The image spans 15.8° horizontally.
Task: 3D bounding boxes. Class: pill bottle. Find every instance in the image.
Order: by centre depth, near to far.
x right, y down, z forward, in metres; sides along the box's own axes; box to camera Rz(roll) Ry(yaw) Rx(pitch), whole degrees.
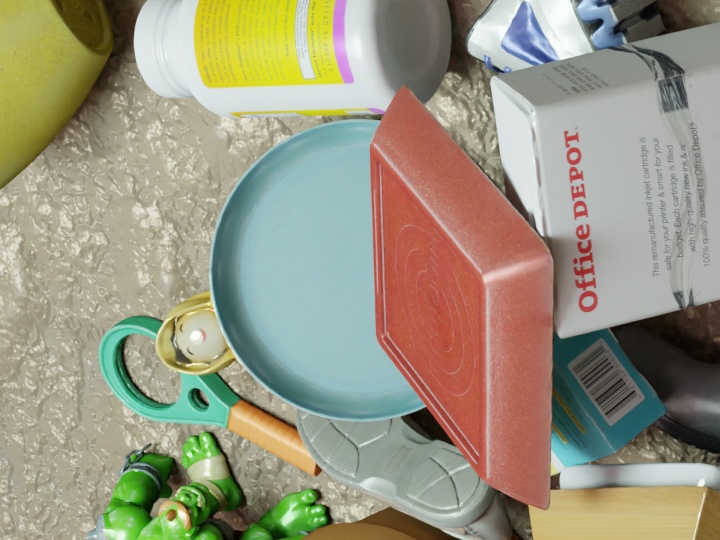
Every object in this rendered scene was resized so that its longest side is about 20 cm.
[{"bbox_3d":[-0.048,-0.152,1.692,0.200,0.104,0.104,1,114,34],"label":"pill bottle"}]

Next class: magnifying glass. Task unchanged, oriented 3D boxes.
[{"bbox_3d":[-0.111,0.098,1.921,0.200,0.022,0.080,26,126,21],"label":"magnifying glass"}]

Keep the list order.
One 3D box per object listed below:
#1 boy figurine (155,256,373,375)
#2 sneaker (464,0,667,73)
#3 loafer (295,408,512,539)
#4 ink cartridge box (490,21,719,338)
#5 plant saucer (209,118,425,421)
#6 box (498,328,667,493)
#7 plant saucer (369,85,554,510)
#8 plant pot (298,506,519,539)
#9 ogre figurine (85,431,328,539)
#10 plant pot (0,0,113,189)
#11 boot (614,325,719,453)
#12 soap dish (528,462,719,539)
[{"bbox_3d":[-0.062,0.025,1.822,0.200,0.064,0.124,-12,107,34],"label":"boy figurine"},{"bbox_3d":[0.132,-0.125,1.606,0.115,0.081,0.199,-1,106,39],"label":"sneaker"},{"bbox_3d":[0.029,0.138,1.795,0.200,0.072,0.063,29,162,48],"label":"loafer"},{"bbox_3d":[0.186,-0.059,1.514,0.084,0.200,0.145,-129,27,-65],"label":"ink cartridge box"},{"bbox_3d":[0.000,0.000,1.725,0.200,0.027,0.200,0,89,2],"label":"plant saucer"},{"bbox_3d":[0.118,0.087,1.684,0.082,0.049,0.200,54,157,-1],"label":"box"},{"bbox_3d":[0.055,0.020,1.575,0.200,0.037,0.200,-127,27,-47],"label":"plant saucer"},{"bbox_3d":[0.036,0.248,1.819,0.200,0.140,0.200,15,121,27],"label":"plant pot"},{"bbox_3d":[-0.109,0.193,1.904,0.200,0.120,0.098,35,129,14],"label":"ogre figurine"},{"bbox_3d":[-0.257,-0.162,1.797,0.142,0.200,0.200,-26,98,16],"label":"plant pot"},{"bbox_3d":[0.259,0.061,1.626,0.200,0.070,0.132,33,120,11],"label":"boot"},{"bbox_3d":[0.220,0.192,1.627,0.200,0.081,0.157,31,157,-33],"label":"soap dish"}]
